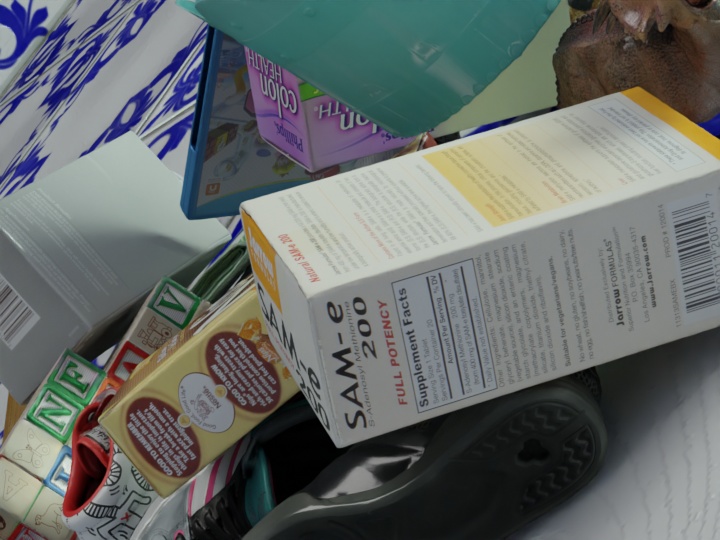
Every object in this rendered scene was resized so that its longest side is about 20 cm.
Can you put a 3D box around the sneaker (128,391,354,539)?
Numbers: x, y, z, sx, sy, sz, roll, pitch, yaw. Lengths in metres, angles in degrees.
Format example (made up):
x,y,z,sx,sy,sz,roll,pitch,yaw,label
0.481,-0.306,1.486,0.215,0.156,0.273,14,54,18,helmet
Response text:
x,y,z,sx,sy,sz,roll,pitch,yaw,label
-0.051,0.129,1.111,0.200,0.084,0.121,-47,7,-2,sneaker

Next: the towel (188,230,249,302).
x,y,z,sx,sy,sz,roll,pitch,yaw,label
-0.121,0.029,1.513,0.153,0.023,0.200,-48,1,5,towel

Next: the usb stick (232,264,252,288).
x,y,z,sx,sy,sz,roll,pitch,yaw,label
-0.074,0.023,1.467,0.201,0.032,0.056,-55,-10,-22,usb stick

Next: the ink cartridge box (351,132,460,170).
x,y,z,sx,sy,sz,roll,pitch,yaw,label
0.000,0.000,1.361,0.163,0.057,0.201,-97,30,-68,ink cartridge box

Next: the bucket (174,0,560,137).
x,y,z,sx,sy,sz,roll,pitch,yaw,label
0.018,-0.178,1.117,0.207,0.134,0.208,-44,23,25,bucket

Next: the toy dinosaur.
x,y,z,sx,sy,sz,roll,pitch,yaw,label
0.134,-0.104,1.062,0.199,0.135,0.086,-26,26,52,toy dinosaur

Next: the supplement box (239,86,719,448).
x,y,z,sx,sy,sz,roll,pitch,yaw,label
0.060,-0.006,0.958,0.198,0.074,0.126,-16,23,-10,supplement box

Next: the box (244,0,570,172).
x,y,z,sx,sy,sz,roll,pitch,yaw,label
0.020,-0.183,1.287,0.174,0.202,0.097,-16,20,-18,box

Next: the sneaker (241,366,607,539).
x,y,z,sx,sy,sz,roll,pitch,yaw,label
0.029,0.088,1.011,0.199,0.076,0.114,-37,18,23,sneaker

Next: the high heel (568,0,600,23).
x,y,z,sx,sy,sz,roll,pitch,yaw,label
0.131,-0.212,1.298,0.199,0.142,0.072,-30,24,45,high heel

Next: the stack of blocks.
x,y,z,sx,sy,sz,roll,pitch,yaw,label
-0.144,0.100,1.319,0.059,0.115,0.201,-48,11,50,stack of blocks

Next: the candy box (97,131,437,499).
x,y,z,sx,sy,sz,roll,pitch,yaw,label
-0.031,0.020,1.092,0.199,0.055,0.115,-38,5,10,candy box

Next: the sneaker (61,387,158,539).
x,y,z,sx,sy,sz,roll,pitch,yaw,label
-0.090,0.078,1.225,0.067,0.108,0.203,-13,46,56,sneaker

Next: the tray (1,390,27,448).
x,y,z,sx,sy,sz,roll,pitch,yaw,label
-0.183,0.113,1.437,0.037,0.099,0.200,-45,17,9,tray

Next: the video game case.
x,y,z,sx,sy,sz,roll,pitch,yaw,label
-0.034,-0.121,1.394,0.018,0.142,0.201,-122,34,-42,video game case

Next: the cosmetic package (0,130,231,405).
x,y,z,sx,sy,sz,roll,pitch,yaw,label
-0.181,-0.006,1.434,0.090,0.107,0.200,-46,-6,27,cosmetic package
